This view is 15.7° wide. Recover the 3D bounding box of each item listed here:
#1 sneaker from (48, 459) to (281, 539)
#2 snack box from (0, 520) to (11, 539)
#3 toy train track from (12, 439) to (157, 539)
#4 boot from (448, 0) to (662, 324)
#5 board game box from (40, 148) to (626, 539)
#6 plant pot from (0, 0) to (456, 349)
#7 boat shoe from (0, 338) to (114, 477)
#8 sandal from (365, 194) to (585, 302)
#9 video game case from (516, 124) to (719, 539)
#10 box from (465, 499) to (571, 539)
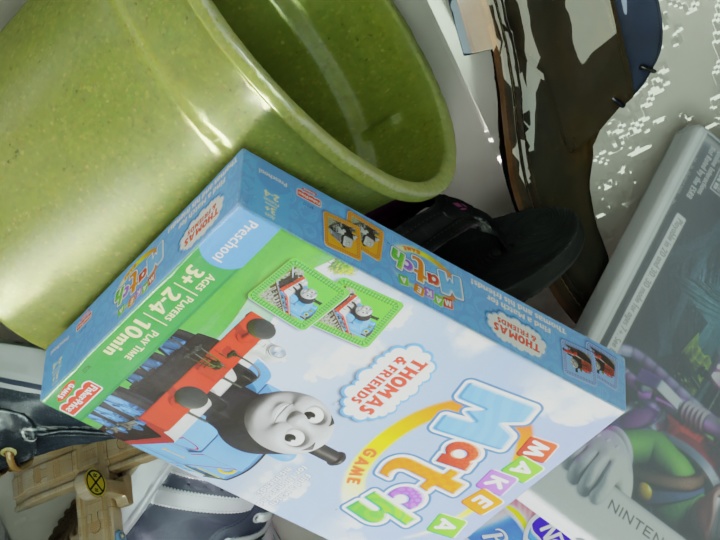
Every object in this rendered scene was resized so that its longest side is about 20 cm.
[{"bbox_3d":[-0.051,0.099,1.248,0.108,0.070,0.200,40,110,-12],"label":"sneaker"},{"bbox_3d":[-0.239,0.201,1.203,0.168,0.200,0.068,-24,111,4],"label":"snack box"},{"bbox_3d":[-0.128,0.125,1.204,0.114,0.201,0.032,-23,155,34],"label":"toy train track"},{"bbox_3d":[0.106,-0.075,1.195,0.097,0.075,0.201,-18,109,5],"label":"boot"},{"bbox_3d":[-0.011,0.046,1.103,0.200,0.037,0.151,27,131,-25],"label":"board game box"},{"bbox_3d":[-0.090,-0.064,1.136,0.184,0.201,0.200,-37,109,21],"label":"plant pot"},{"bbox_3d":[-0.172,0.076,1.181,0.199,0.071,0.091,9,90,5],"label":"boat shoe"},{"bbox_3d":[-0.001,0.001,1.150,0.200,0.075,0.048,-14,120,10],"label":"sandal"},{"bbox_3d":[0.176,0.064,1.218,0.182,0.023,0.200,37,68,-20],"label":"video game case"},{"bbox_3d":[0.064,0.124,1.254,0.099,0.096,0.201,-20,110,3],"label":"box"}]
